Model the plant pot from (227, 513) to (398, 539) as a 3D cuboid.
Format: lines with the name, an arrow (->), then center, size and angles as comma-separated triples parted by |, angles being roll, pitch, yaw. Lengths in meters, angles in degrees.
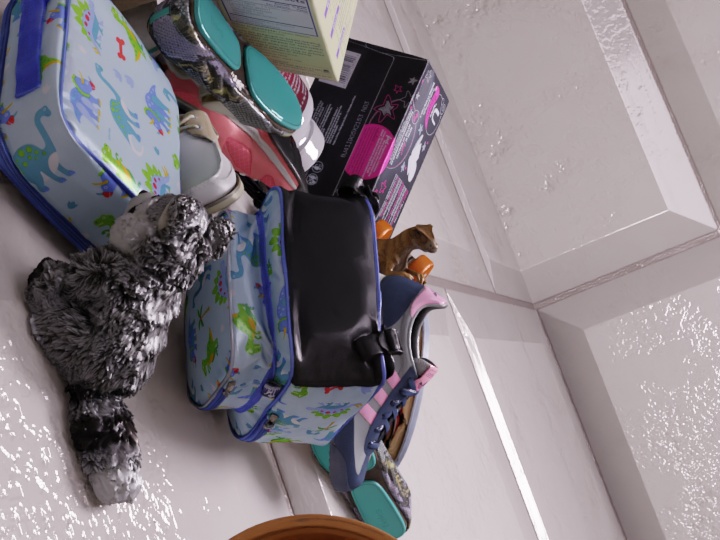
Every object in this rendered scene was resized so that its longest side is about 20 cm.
plant pot -> -0.028, 0.261, 0.784 | 0.140, 0.199, 0.201 | 74, -4, -82

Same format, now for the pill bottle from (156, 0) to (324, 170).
pill bottle -> -0.120, -0.190, 1.225 | 0.200, 0.112, 0.113 | 54, 20, -38

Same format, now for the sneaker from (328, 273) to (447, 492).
sneaker -> 0.024, 0.105, 1.041 | 0.070, 0.082, 0.201 | 10, 91, -77

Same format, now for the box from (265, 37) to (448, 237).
box -> -0.001, -0.148, 1.356 | 0.201, 0.132, 0.115 | -66, 158, -11

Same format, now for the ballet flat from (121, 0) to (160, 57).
ballet flat -> -0.209, -0.283, 1.140 | 0.069, 0.069, 0.201 | 46, 25, -53

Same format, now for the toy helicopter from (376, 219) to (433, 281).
toy helicopter -> 0.012, 0.031, 1.343 | 0.079, 0.132, 0.200 | 40, -8, 10

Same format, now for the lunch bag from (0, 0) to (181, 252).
lunch bag -> -0.207, -0.120, 0.883 | 0.161, 0.082, 0.201 | 52, 21, -46

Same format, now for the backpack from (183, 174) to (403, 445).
backpack -> -0.069, 0.046, 0.958 | 0.200, 0.146, 0.184 | 120, -32, -55

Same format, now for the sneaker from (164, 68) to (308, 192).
sneaker -> -0.128, -0.132, 1.156 | 0.200, 0.087, 0.074 | 49, 18, -29

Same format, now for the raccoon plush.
raccoon plush -> -0.135, 0.043, 0.795 | 0.201, 0.133, 0.097 | 69, 14, 6

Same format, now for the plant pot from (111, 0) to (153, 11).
plant pot -> -0.213, -0.342, 1.014 | 0.200, 0.199, 0.178 | 42, 41, -58

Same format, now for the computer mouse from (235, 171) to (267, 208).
computer mouse -> -0.055, -0.029, 1.259 | 0.200, 0.046, 0.141 | 54, -3, -41

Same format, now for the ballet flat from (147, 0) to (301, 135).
ballet flat -> -0.123, -0.177, 1.034 | 0.200, 0.072, 0.072 | 43, 28, -56

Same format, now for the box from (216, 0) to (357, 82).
box -> -0.057, -0.295, 1.060 | 0.200, 0.096, 0.177 | 66, 36, -78

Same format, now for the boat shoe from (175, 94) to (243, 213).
boat shoe -> -0.153, -0.098, 0.995 | 0.069, 0.074, 0.200 | 68, -10, -25

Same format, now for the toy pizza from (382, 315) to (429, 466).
toy pizza -> 0.032, 0.123, 1.280 | 0.200, 0.032, 0.201 | -169, -90, -80

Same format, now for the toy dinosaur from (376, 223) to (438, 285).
toy dinosaur -> 0.000, 0.000, 1.121 | 0.060, 0.199, 0.107 | -39, 111, -57

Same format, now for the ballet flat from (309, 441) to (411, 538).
ballet flat -> -0.001, 0.189, 1.177 | 0.072, 0.072, 0.201 | -93, 162, -51
